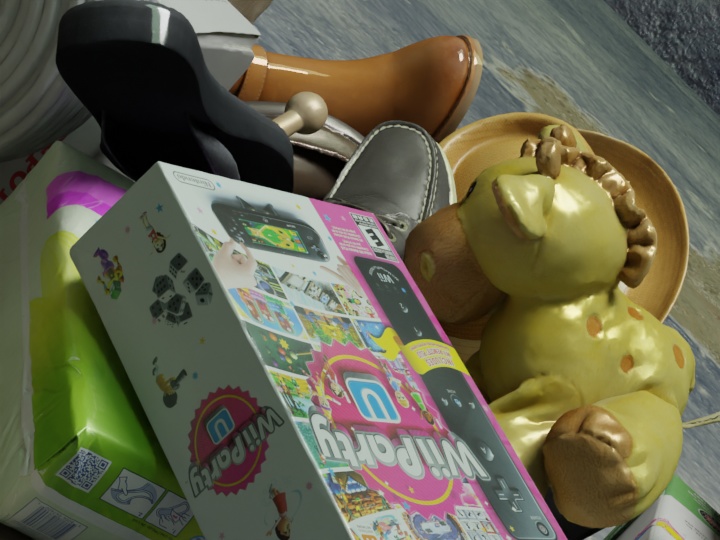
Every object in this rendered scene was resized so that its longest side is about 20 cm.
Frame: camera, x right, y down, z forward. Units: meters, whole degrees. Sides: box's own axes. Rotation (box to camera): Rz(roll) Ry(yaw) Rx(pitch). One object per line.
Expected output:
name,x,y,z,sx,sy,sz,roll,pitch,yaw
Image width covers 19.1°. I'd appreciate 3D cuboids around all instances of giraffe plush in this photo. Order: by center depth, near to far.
giraffe plush,0.085,0.022,1.008,0.173,0.200,0.163,-145,-147,-75

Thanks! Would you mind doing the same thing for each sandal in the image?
sandal,-0.084,-0.057,0.934,0.200,0.076,0.043,48,41,-65

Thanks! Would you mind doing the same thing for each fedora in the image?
fedora,0.078,-0.021,1.146,0.201,0.200,0.082,58,-7,44

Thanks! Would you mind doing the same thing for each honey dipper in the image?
honey dipper,-0.082,-0.044,1.045,0.038,0.038,0.200,45,49,12

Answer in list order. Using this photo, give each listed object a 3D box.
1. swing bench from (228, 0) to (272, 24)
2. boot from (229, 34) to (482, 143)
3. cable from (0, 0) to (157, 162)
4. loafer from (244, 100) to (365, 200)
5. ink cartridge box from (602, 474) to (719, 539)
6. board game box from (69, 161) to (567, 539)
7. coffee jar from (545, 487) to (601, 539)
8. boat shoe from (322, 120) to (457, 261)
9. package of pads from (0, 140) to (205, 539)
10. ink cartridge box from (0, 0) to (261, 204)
swing bench,-0.129,-0.212,1.255,0.200,0.199,0.130,40,17,-4
boot,-0.045,-0.102,1.201,0.155,0.200,0.074,32,43,-35
cable,-0.188,-0.145,0.949,0.200,0.200,0.069,49,22,6
loafer,-0.079,-0.050,1.154,0.200,0.073,0.071,10,40,-17
ink cartridge box,0.178,0.204,1.093,0.145,0.084,0.200,43,16,2
board game box,-0.011,0.061,0.836,0.147,0.064,0.200,10,44,-52
coffee jar,0.081,0.066,1.185,0.200,0.104,0.085,58,-8,44
boat shoe,-0.001,0.000,1.056,0.072,0.201,0.066,11,-32,17
package of pads,-0.079,0.054,0.899,0.154,0.068,0.200,32,27,-29
ink cartridge box,-0.170,-0.126,1.037,0.200,0.145,0.085,45,17,11
